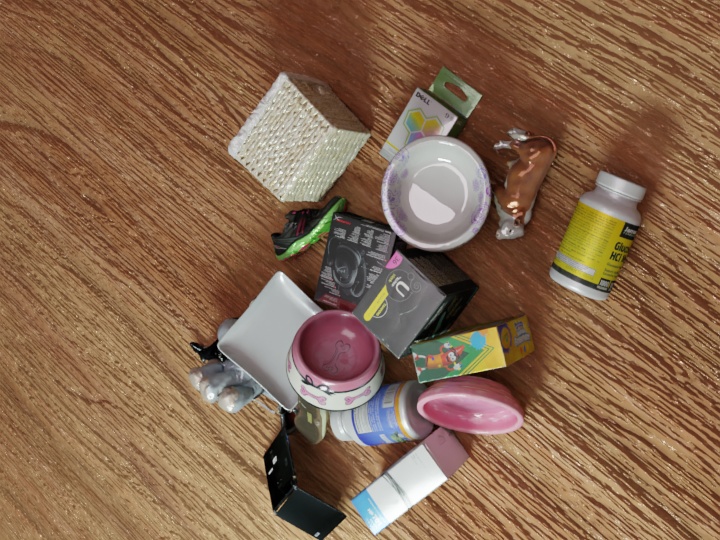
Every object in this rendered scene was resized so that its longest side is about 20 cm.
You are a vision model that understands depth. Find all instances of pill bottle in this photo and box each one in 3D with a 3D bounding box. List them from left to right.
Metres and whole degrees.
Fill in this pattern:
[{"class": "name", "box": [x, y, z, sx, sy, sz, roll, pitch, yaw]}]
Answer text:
[{"class": "pill bottle", "box": [0.039, 0.284, 1.636, 0.197, 0.111, 0.115, -16, 86, 37]}, {"class": "pill bottle", "box": [0.412, -0.062, 1.432, 0.111, 0.112, 0.204, 26, 105, 22]}]

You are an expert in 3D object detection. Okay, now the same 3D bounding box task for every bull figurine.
[{"class": "bull figurine", "box": [0.281, -0.159, 1.518, 0.120, 0.065, 0.203, 33, 107, 23]}]

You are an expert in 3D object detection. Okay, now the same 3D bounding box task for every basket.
[{"class": "basket", "box": [-0.116, -0.254, 1.639, 0.161, 0.197, 0.201, 46, 111, 14]}]

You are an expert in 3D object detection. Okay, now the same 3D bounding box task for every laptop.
[{"class": "laptop", "box": [-0.121, 0.447, 1.742, 0.178, 0.101, 0.204, 123, 139, -51]}]

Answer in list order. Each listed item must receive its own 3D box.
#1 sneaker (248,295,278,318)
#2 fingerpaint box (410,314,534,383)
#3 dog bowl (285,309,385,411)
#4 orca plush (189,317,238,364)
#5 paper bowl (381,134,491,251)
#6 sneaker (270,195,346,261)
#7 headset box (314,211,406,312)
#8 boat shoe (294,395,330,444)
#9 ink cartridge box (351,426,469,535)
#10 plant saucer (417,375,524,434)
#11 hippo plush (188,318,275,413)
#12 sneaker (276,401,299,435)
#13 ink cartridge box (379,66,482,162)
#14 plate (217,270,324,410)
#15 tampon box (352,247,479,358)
[{"class": "sneaker", "box": [-0.149, 0.108, 1.737, 0.198, 0.089, 0.068, 28, 104, 22]}, {"class": "fingerpaint box", "box": [0.207, 0.140, 1.500, 0.164, 0.199, 0.075, -15, 87, 25]}, {"class": "dog bowl", "box": [-0.046, 0.163, 1.598, 0.198, 0.200, 0.075, 34, 146, 20]}, {"class": "orca plush", "box": [-0.299, 0.160, 1.826, 0.196, 0.071, 0.108, -4, 92, 27]}, {"class": "paper bowl", "box": [0.139, -0.136, 1.511, 0.195, 0.104, 0.206, 0, 89, 10]}, {"class": "sneaker", "box": [-0.113, -0.096, 1.714, 0.198, 0.076, 0.085, -35, 82, 23]}, {"class": "headset box", "box": [0.000, 0.000, 1.663, 0.146, 0.077, 0.205, 17, 102, 25]}, {"class": "boat shoe", "box": [-0.084, 0.280, 1.680, 0.071, 0.076, 0.202, 31, 147, 12]}, {"class": "ink cartridge box", "box": [0.097, 0.399, 1.601, 0.199, 0.146, 0.087, -42, 78, 23]}, {"class": "plant saucer", "box": [0.203, 0.245, 1.531, 0.196, 0.201, 0.052, -3, 60, 26]}, {"class": "hippo plush", "box": [-0.242, 0.191, 1.714, 0.196, 0.160, 0.164, 21, 102, -5]}, {"class": "sneaker", "box": [-0.141, 0.250, 1.747, 0.075, 0.081, 0.205, -2, 93, 26]}, {"class": "ink cartridge box", "box": [0.132, -0.277, 1.587, 0.103, 0.059, 0.202, 39, 109, 19]}, {"class": "plate", "box": [-0.155, 0.141, 1.674, 0.199, 0.032, 0.201, 41, 74, -5]}, {"class": "tampon box", "box": [0.106, 0.053, 1.545, 0.126, 0.199, 0.151, 42, 109, 18]}]
